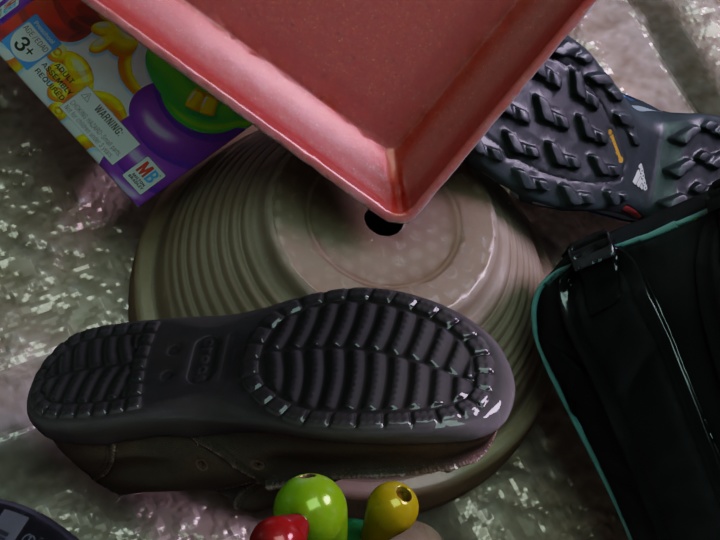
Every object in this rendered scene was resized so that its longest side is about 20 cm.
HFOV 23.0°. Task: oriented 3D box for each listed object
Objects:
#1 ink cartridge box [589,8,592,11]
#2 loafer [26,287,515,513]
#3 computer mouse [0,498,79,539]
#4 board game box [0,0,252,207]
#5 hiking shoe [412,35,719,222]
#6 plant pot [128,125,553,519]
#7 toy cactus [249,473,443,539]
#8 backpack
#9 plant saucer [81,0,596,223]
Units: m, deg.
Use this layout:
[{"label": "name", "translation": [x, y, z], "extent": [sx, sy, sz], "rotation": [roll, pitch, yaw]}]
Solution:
[{"label": "ink cartridge box", "translation": [0.021, -0.208, 0.908], "extent": [0.145, 0.084, 0.201], "rotation": [-22, 68, -23]}, {"label": "loafer", "translation": [-0.031, 0.056, 0.705], "extent": [0.199, 0.071, 0.073], "rotation": [-1, 46, 22]}, {"label": "computer mouse", "translation": [-0.171, 0.091, 0.704], "extent": [0.199, 0.046, 0.141], "rotation": [15, 60, 21]}, {"label": "board game box", "translation": [-0.050, -0.140, 0.765], "extent": [0.105, 0.200, 0.103], "rotation": [49, 14, -26]}, {"label": "hiking shoe", "translation": [0.091, -0.057, 0.807], "extent": [0.199, 0.087, 0.075], "rotation": [21, 82, -31]}, {"label": "plant pot", "translation": [0.000, 0.000, 0.781], "extent": [0.200, 0.093, 0.202], "rotation": [5, 60, -9]}, {"label": "toy cactus", "translation": [0.015, 0.148, 0.679], "extent": [0.201, 0.102, 0.165], "rotation": [63, 20, -18]}, {"label": "backpack", "translation": [0.188, 0.062, 0.740], "extent": [0.153, 0.175, 0.201], "rotation": [-6, 74, -57]}, {"label": "plant saucer", "translation": [-0.001, -0.150, 0.682], "extent": [0.200, 0.200, 0.037], "rotation": [35, 19, -15]}]
